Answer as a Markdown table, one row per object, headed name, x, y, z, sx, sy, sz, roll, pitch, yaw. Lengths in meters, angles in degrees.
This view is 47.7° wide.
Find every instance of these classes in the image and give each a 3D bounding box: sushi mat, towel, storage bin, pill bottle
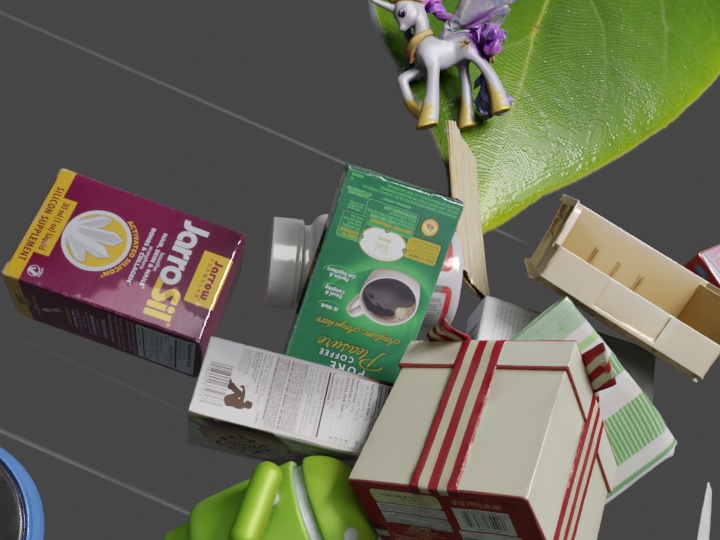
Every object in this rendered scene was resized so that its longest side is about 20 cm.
| name | x | y | z | sx | sy | sz | roll | pitch | yaw |
| --- | --- | --- | --- | --- | --- | --- | --- | --- | --- |
| sushi mat | 0.126 | -0.069 | 0.952 | 0.012 | 0.096 | 0.201 | -13 | 62 | 22 |
| towel | 0.208 | 0.148 | 0.823 | 0.152 | 0.023 | 0.200 | -39 | 98 | 9 |
| storage bin | 0.286 | 0.011 | 0.876 | 0.199 | 0.199 | 0.094 | 33 | 101 | 4 |
| pill bottle | 0.000 | 0.000 | 0.871 | 0.199 | 0.114 | 0.115 | 6 | 63 | -9 |

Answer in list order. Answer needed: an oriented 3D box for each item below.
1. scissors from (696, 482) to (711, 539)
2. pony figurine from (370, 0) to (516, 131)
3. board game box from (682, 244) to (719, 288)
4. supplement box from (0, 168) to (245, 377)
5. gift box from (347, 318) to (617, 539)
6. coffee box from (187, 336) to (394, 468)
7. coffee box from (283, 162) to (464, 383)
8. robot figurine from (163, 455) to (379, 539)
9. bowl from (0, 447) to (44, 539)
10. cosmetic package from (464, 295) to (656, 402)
| name | x | y | z | sx | sy | sz | roll | pitch | yaw |
| --- | --- | --- | --- | --- | --- | --- | --- | --- | --- |
| scissors | 0.316 | 0.307 | 0.775 | 0.073 | 0.014 | 0.201 | -3 | 75 | 3 |
| pony figurine | 0.123 | -0.284 | 1.030 | 0.192 | 0.167 | 0.201 | -13 | 83 | -9 |
| board game box | 0.515 | 0.046 | 0.999 | 0.152 | 0.040 | 0.201 | -20 | 70 | -20 |
| supplement box | -0.233 | 0.005 | 0.825 | 0.199 | 0.103 | 0.132 | 19 | 61 | -3 |
| gift box | 0.118 | 0.153 | 0.698 | 0.184 | 0.201 | 0.187 | 1 | 39 | 29 |
| coffee box | -0.061 | 0.142 | 0.790 | 0.199 | 0.113 | 0.080 | 15 | 62 | -5 |
| coffee box | 0.010 | 0.009 | 0.792 | 0.122 | 0.044 | 0.201 | 16 | 100 | -11 |
| robot figurine | -0.072 | 0.238 | 0.722 | 0.199 | 0.176 | 0.116 | -22 | 40 | 0 |
| bowl | -0.386 | 0.238 | 0.715 | 0.199 | 0.039 | 0.202 | 5 | 64 | -10 |
| cosmetic package | 0.210 | 0.113 | 0.884 | 0.199 | 0.071 | 0.102 | 19 | 62 | -2 |
